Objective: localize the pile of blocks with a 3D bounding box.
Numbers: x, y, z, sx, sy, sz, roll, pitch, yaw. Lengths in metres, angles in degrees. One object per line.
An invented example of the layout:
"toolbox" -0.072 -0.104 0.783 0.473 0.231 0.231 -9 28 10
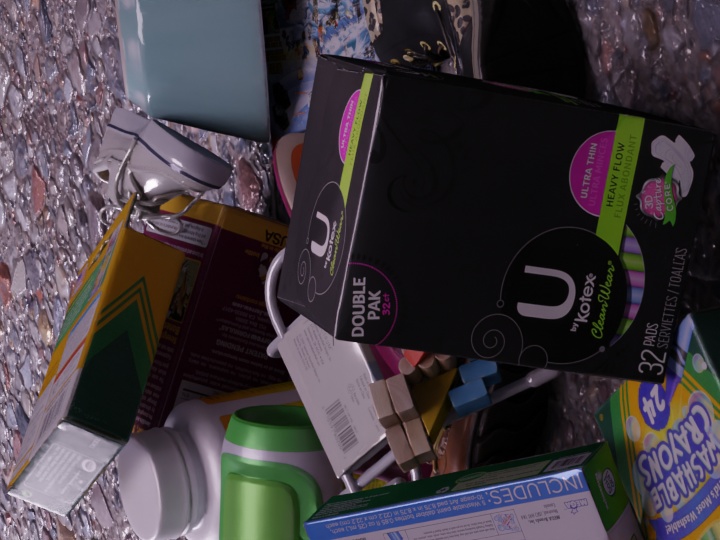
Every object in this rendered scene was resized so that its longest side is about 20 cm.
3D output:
"pile of blocks" 0.064 0.024 1.337 0.062 0.082 0.201 58 -131 -69

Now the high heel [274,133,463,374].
"high heel" 0.000 0.000 1.523 0.200 0.067 0.096 57 162 18

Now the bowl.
"bowl" -0.129 -0.190 1.650 0.201 0.104 0.202 174 90 -84

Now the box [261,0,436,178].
"box" -0.010 -0.135 1.582 0.200 0.040 0.138 6 102 62

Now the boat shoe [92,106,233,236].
"boat shoe" -0.162 -0.067 1.669 0.086 0.074 0.202 -62 28 -1

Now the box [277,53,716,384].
"box" 0.072 -0.030 1.240 0.124 0.199 0.149 -150 69 -70

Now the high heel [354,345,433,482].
"high heel" 0.026 0.073 1.589 0.067 0.096 0.201 126 150 -47

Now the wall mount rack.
"wall mount rack" 0.025 0.056 1.402 0.174 0.074 0.201 -42 64 38

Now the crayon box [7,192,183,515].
"crayon box" -0.186 0.060 1.600 0.126 0.051 0.201 -48 23 50

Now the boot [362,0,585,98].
"boot" 0.068 -0.142 1.406 0.154 0.073 0.205 -32 69 64

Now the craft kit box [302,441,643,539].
"craft kit box" 0.088 0.214 1.325 0.199 0.048 0.198 -14 101 32

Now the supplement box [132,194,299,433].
"supplement box" -0.119 0.050 1.709 0.131 0.103 0.201 17 89 59

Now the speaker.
"speaker" -0.055 0.197 1.513 0.088 0.088 0.201 17 107 60

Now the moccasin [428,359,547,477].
"moccasin" 0.076 0.117 1.471 0.078 0.073 0.202 42 142 39

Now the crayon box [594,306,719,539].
"crayon box" 0.212 0.135 1.235 0.201 0.051 0.126 68 150 23

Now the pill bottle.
"pill bottle" -0.070 0.139 1.608 0.109 0.199 0.110 27 122 57
